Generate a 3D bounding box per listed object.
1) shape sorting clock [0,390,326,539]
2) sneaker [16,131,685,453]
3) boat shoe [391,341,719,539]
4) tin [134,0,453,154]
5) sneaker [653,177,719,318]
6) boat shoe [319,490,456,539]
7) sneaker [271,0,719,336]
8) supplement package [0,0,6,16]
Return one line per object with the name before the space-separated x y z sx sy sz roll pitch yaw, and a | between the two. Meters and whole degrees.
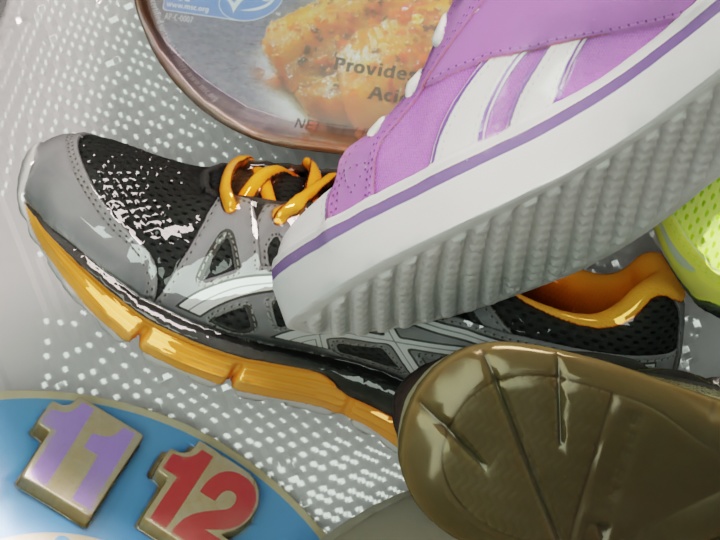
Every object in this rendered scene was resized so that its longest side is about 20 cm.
shape sorting clock | -0.082 0.122 0.749 0.199 0.039 0.201 11 53 -16
sneaker | 0.000 0.000 0.763 0.199 0.078 0.077 22 113 -3
boat shoe | 0.102 0.061 0.715 0.200 0.066 0.072 19 99 -11
tin | 0.034 -0.085 0.783 0.199 0.042 0.113 9 96 7
sneaker | 0.118 -0.085 0.709 0.078 0.090 0.201 11 90 0
boat shoe | 0.000 0.125 0.727 0.072 0.200 0.060 -7 114 31
sneaker | 0.048 -0.068 0.686 0.200 0.073 0.115 -33 68 23
supplement package | -0.194 -0.013 0.775 0.109 0.114 0.201 21 93 6
